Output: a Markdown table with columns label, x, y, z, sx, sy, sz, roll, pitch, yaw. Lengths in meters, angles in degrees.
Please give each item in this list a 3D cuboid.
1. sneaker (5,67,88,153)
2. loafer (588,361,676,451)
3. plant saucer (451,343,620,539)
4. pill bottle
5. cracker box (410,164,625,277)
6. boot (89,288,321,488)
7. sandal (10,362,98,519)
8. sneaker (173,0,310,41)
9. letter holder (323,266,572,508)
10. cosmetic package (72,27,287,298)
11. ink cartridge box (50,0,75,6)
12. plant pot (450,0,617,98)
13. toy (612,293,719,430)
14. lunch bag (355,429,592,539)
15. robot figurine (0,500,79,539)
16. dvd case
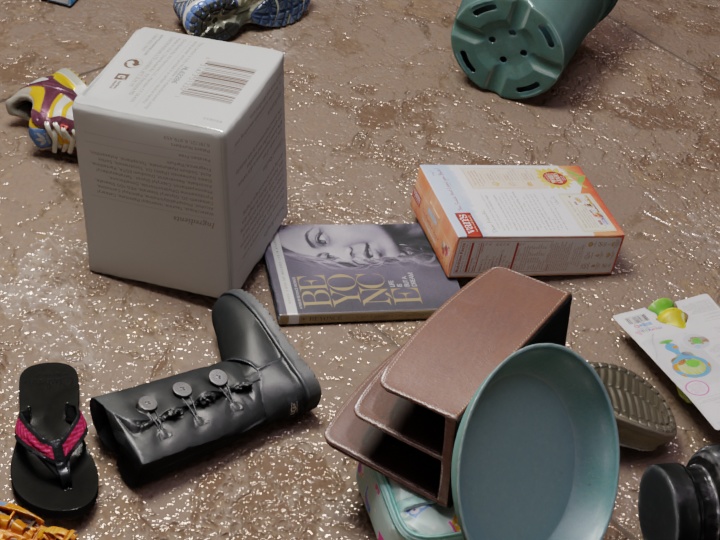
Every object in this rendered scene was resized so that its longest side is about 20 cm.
| label | x | y | z | sx | sy | sz | roll | pitch | yaw |
| --- | --- | --- | --- | --- | --- | --- | --- | --- | --- |
| sneaker | -0.315 | -0.152 | 1.779 | 0.090 | 0.076 | 0.199 | -28 | 43 | -27 |
| loafer | 0.201 | 0.127 | 1.511 | 0.198 | 0.069 | 0.076 | 19 | 39 | -8 |
| plant saucer | 0.135 | 0.159 | 1.295 | 0.036 | 0.202 | 0.199 | 0 | 22 | 47 |
| pill bottle | 0.349 | 0.204 | 1.399 | 0.197 | 0.113 | 0.112 | -3 | 38 | -13 |
| cracker box | 0.167 | -0.055 | 1.734 | 0.197 | 0.058 | 0.135 | 0 | 38 | -20 |
| boot | -0.161 | 0.103 | 1.483 | 0.198 | 0.066 | 0.165 | -23 | 45 | -28 |
| sandal | -0.275 | 0.140 | 1.421 | 0.074 | 0.045 | 0.201 | -3 | 39 | -14 |
| sneaker | -0.153 | -0.355 | 2.062 | 0.198 | 0.078 | 0.085 | -20 | 41 | -32 |
| letter holder | 0.072 | 0.083 | 1.386 | 0.141 | 0.102 | 0.200 | 24 | 42 | 25 |
| cosmetic package | -0.176 | -0.109 | 1.623 | 0.164 | 0.202 | 0.168 | 11 | 37 | 14 |
| ink cartridge box | -0.392 | -0.434 | 2.121 | 0.114 | 0.068 | 0.201 | 16 | 39 | 10 |
| plant pot | 0.210 | -0.332 | 2.014 | 0.198 | 0.202 | 0.197 | 18 | 46 | 13 |
| toy | 0.344 | 0.100 | 1.586 | 0.114 | 0.048 | 0.201 | -11 | 38 | -18 |
| lunch bag | 0.105 | 0.191 | 1.398 | 0.197 | 0.078 | 0.161 | -5 | 39 | -16 |
| robot figurine | -0.334 | 0.226 | 1.288 | 0.197 | 0.059 | 0.146 | 15 | 37 | 8 |
| dvd case | 0.000 | 0.000 | 1.677 | 0.197 | 0.016 | 0.149 | -2 | 39 | -12 |
